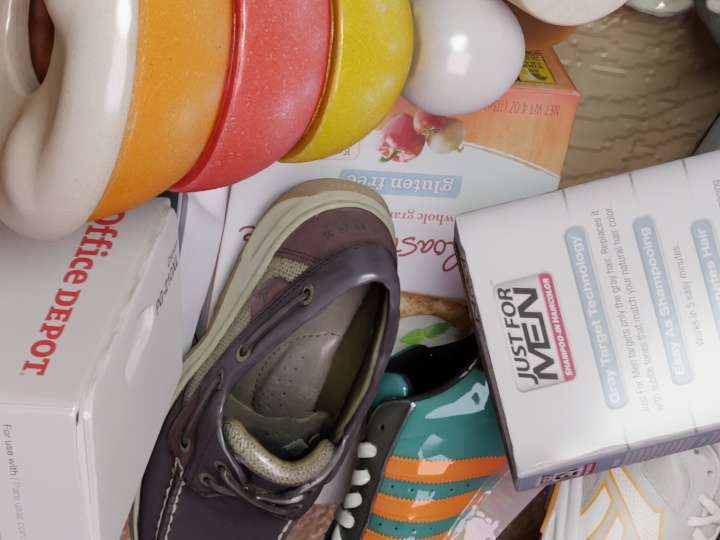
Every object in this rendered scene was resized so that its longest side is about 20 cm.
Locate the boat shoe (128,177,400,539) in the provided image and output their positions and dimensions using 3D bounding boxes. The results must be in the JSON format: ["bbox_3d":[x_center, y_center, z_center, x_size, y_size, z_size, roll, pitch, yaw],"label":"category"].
[{"bbox_3d":[-0.037,0.060,1.051,0.072,0.065,0.201,16,117,-21],"label":"boat shoe"}]

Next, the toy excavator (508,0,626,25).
[{"bbox_3d":[0.008,-0.168,0.880,0.199,0.100,0.196,-9,115,-21],"label":"toy excavator"}]

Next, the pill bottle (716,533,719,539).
[{"bbox_3d":[0.162,0.166,1.203,0.199,0.112,0.113,-16,123,-4],"label":"pill bottle"}]

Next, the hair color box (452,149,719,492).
[{"bbox_3d":[0.141,0.008,0.997,0.199,0.061,0.100,-14,80,-1],"label":"hair color box"}]

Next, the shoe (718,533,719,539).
[{"bbox_3d":[0.177,0.168,1.102,0.071,0.091,0.201,15,90,-5],"label":"shoe"}]

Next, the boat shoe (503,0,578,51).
[{"bbox_3d":[0.006,-0.152,0.993,0.070,0.071,0.200,-22,142,38],"label":"boat shoe"}]

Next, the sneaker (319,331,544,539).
[{"bbox_3d":[0.022,0.077,1.077,0.080,0.071,0.200,37,105,-9],"label":"sneaker"}]

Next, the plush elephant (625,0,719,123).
[{"bbox_3d":[0.168,-0.118,1.004,0.164,0.200,0.155,23,122,7],"label":"plush elephant"}]

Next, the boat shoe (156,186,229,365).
[{"bbox_3d":[-0.091,-0.007,1.065,0.056,0.069,0.201,5,121,-16],"label":"boat shoe"}]

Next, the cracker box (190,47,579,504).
[{"bbox_3d":[0.000,0.000,1.097,0.133,0.058,0.201,3,120,-15],"label":"cracker box"}]

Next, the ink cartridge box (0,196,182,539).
[{"bbox_3d":[-0.175,0.037,0.989,0.199,0.145,0.085,3,122,9],"label":"ink cartridge box"}]

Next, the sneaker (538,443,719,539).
[{"bbox_3d":[0.122,0.104,1.109,0.091,0.201,0.076,-11,167,19],"label":"sneaker"}]

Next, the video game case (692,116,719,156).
[{"bbox_3d":[0.249,-0.066,1.141,0.181,0.023,0.201,22,114,-25],"label":"video game case"}]

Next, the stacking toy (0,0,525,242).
[{"bbox_3d":[-0.033,-0.084,0.938,0.199,0.146,0.147,-1,121,-28],"label":"stacking toy"}]
